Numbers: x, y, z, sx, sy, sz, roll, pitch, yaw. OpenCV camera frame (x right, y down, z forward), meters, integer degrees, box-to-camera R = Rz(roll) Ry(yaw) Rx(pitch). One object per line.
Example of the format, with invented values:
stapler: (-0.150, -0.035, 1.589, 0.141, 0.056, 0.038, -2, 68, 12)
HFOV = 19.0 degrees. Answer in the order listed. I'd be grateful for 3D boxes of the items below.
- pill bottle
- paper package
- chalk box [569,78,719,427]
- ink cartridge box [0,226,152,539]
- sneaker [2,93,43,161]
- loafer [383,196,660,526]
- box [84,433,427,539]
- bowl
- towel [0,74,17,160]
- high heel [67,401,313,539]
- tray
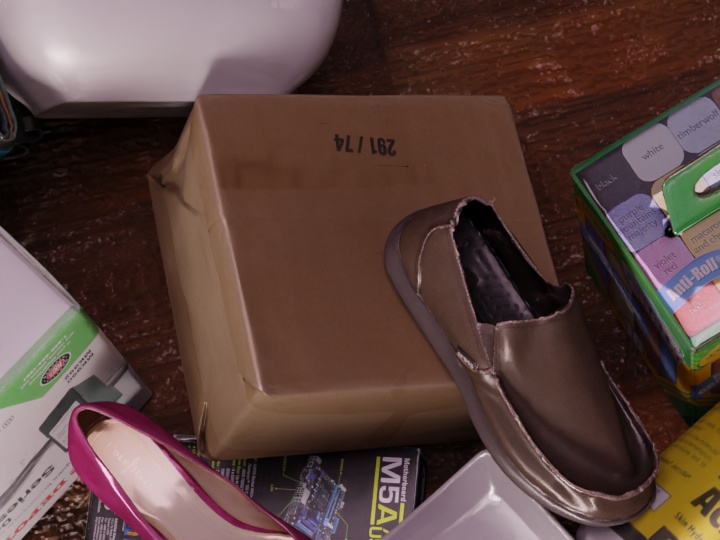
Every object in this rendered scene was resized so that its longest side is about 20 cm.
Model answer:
pill bottle: (0.224, 0.118, 1.164, 0.200, 0.111, 0.111, -41, 71, -6)
paper package: (0.000, 0.000, 1.201, 0.200, 0.103, 0.191, -3, 67, -24)
chalk box: (0.198, -0.018, 1.165, 0.124, 0.200, 0.124, -31, 70, -2)
ink cartridge box: (-0.208, 0.072, 1.200, 0.084, 0.200, 0.146, 41, 82, 16)
sneaker: (-0.211, -0.131, 1.343, 0.200, 0.071, 0.099, -37, 89, -16)
loafer: (0.087, 0.045, 1.114, 0.073, 0.071, 0.200, -35, 83, -32)
box: (-0.065, 0.194, 1.219, 0.193, 0.048, 0.200, 3, 72, 7)
bowl: (-0.118, -0.129, 1.236, 0.199, 0.200, 0.075, -2, 90, -18)
towel: (-0.271, -0.083, 1.243, 0.200, 0.022, 0.147, -38, 63, 39)
high heel: (-0.076, 0.140, 1.163, 0.200, 0.096, 0.067, 41, 80, 20)
tray: (0.103, 0.198, 1.166, 0.200, 0.022, 0.107, 48, 114, 4)
